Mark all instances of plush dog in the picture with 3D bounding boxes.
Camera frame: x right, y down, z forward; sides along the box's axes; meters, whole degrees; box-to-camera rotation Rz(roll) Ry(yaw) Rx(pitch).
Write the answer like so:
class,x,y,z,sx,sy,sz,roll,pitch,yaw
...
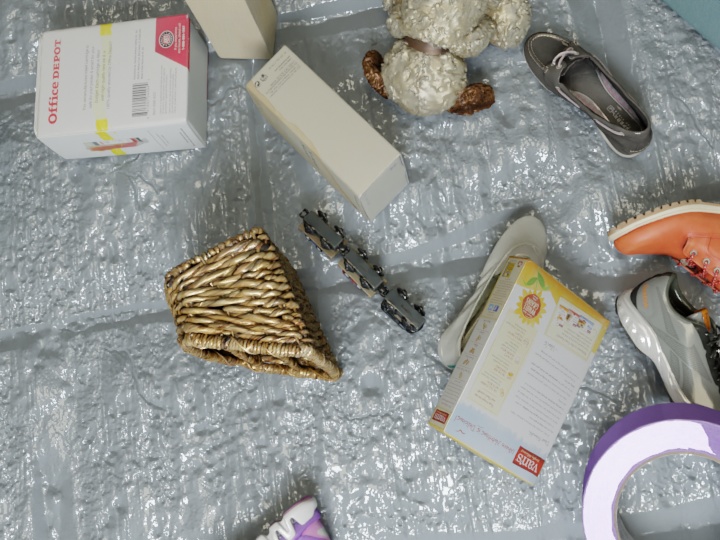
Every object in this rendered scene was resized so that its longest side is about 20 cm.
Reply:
class,x,y,z,sx,sy,sz,roll,pitch,yaw
plush dog,0.090,-0.271,0.969,0.196,0.160,0.175,18,106,13

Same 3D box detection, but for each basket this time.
class,x,y,z,sx,sy,sz,roll,pitch,yaw
basket,-0.119,0.070,0.875,0.141,0.200,0.151,-26,75,0

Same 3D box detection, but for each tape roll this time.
class,x,y,z,sx,sy,sz,roll,pitch,yaw
tape roll,0.322,0.239,0.812,0.196,0.066,0.205,1,95,17

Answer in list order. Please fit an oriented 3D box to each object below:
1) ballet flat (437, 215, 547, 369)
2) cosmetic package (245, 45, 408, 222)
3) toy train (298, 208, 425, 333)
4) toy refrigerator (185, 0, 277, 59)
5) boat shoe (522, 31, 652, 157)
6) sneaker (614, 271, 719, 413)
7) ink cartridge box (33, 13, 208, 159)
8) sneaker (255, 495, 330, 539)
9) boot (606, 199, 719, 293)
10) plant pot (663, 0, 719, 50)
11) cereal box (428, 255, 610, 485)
class,x,y,z,sx,sy,sz,roll,pitch,yaw
ballet flat,0.160,0.029,0.913,0.069,0.069,0.202,33,84,14
cosmetic package,-0.038,-0.161,0.970,0.073,0.104,0.200,-43,74,-3
toy train,0.000,0.000,0.957,0.034,0.046,0.200,-42,77,-16
toy refrigerator,-0.160,-0.334,0.976,0.074,0.200,0.072,3,76,9
boat shoe,0.272,-0.221,0.964,0.067,0.057,0.201,-40,75,-3
sneaker,0.354,0.093,0.857,0.079,0.073,0.202,-43,72,36
ink cartridge box,-0.299,-0.230,1.031,0.195,0.083,0.149,-4,76,7
sneaker,-0.105,0.340,0.877,0.199,0.081,0.089,-40,83,-4
boot,0.376,-0.022,0.898,0.195,0.075,0.110,-5,81,6
plant pot,0.415,-0.420,0.930,0.196,0.196,0.200,-45,65,-4
cereal box,0.173,0.108,0.871,0.143,0.039,0.203,33,81,-27
